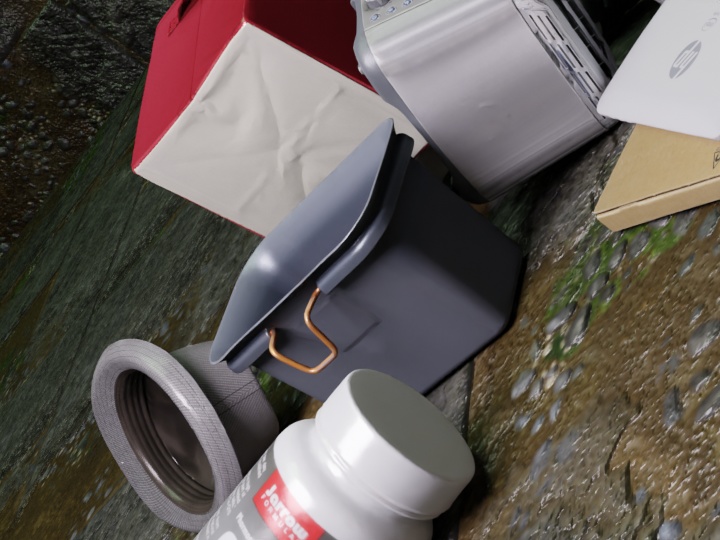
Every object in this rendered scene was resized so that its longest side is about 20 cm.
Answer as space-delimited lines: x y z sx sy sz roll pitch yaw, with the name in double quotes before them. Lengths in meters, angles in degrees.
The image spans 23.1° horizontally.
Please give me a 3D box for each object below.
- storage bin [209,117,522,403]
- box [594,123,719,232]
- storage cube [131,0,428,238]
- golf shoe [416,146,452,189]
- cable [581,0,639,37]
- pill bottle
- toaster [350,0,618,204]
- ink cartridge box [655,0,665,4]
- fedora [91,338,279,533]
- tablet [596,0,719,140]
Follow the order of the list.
"storage bin" 0.009 0.021 1.197 0.200 0.134 0.146 -44 20 41
"box" 0.223 -0.109 1.017 0.164 0.021 0.200 -61 16 -18
"storage cube" -0.050 -0.146 1.343 0.171 0.200 0.180 -47 26 35
"golf shoe" 0.040 -0.109 1.454 0.077 0.088 0.200 -57 17 -6
"cable" 0.107 -0.198 1.251 0.163 0.200 0.051 -38 45 35
"pill bottle" -0.029 0.163 1.067 0.200 0.114 0.114 -52 16 19
"toaster" 0.093 -0.137 1.194 0.129 0.200 0.114 -28 35 20
"ink cartridge box" 0.183 -0.296 1.176 0.176 0.200 0.045 -58 2 -6
"fedora" -0.133 0.121 1.445 0.090 0.177 0.200 -31 -7 -29
"tablet" 0.211 -0.140 1.053 0.130 0.014 0.200 -55 15 1
